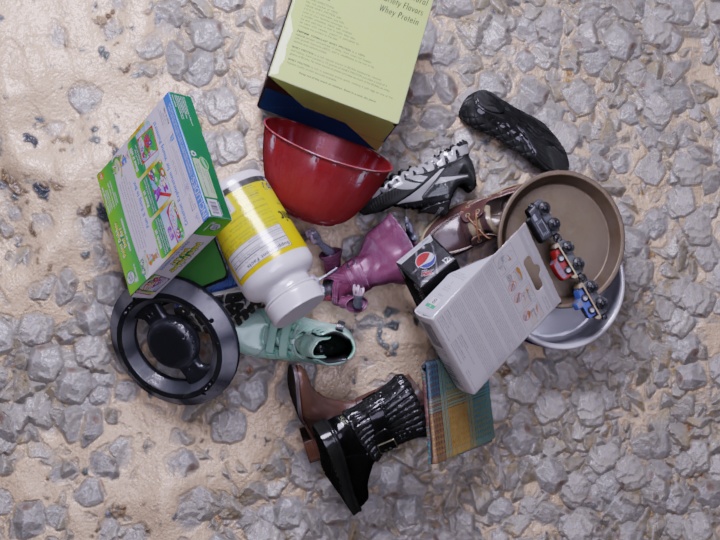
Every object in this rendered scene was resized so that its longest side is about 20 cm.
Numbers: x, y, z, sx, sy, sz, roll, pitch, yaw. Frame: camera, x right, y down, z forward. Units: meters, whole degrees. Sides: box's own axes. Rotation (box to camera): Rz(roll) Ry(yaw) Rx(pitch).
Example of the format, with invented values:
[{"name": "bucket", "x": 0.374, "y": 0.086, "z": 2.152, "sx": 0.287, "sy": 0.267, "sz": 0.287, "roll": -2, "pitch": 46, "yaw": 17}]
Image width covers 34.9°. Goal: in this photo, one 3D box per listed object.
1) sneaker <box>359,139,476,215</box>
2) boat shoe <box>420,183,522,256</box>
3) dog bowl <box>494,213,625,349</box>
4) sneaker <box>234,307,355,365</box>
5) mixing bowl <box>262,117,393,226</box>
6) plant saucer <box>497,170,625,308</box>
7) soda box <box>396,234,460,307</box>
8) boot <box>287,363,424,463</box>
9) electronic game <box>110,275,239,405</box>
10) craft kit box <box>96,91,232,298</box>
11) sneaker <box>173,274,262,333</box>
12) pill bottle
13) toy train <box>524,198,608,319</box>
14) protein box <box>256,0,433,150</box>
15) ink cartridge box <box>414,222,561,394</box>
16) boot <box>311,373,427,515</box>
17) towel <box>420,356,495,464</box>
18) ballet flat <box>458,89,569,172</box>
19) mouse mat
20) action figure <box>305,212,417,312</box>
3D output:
[{"name": "sneaker", "x": 0.092, "y": -0.116, "z": 1.721, "sx": 0.198, "sy": 0.066, "sz": 0.092, "roll": -27, "pitch": 91, "yaw": -12}, {"name": "boat shoe", "x": 0.183, "y": -0.076, "z": 1.733, "sx": 0.197, "sy": 0.072, "sz": 0.073, "roll": -24, "pitch": 92, "yaw": -10}, {"name": "dog bowl", "x": 0.297, "y": 0.017, "z": 1.747, "sx": 0.196, "sy": 0.079, "sz": 0.204, "roll": 0, "pitch": 89, "yaw": -10}, {"name": "sneaker", "x": -0.100, "y": 0.095, "z": 1.656, "sx": 0.197, "sy": 0.118, "sz": 0.075, "roll": 6, "pitch": 89, "yaw": -8}, {"name": "mixing bowl", "x": -0.063, "y": -0.133, "z": 1.648, "sx": 0.197, "sy": 0.201, "sz": 0.110, "roll": 19, "pitch": 107, "yaw": -9}, {"name": "plant saucer", "x": 0.294, "y": -0.046, "z": 1.694, "sx": 0.196, "sy": 0.029, "sz": 0.204, "roll": 0, "pitch": 89, "yaw": -9}, {"name": "soda box", "x": 0.119, "y": 0.040, "z": 1.662, "sx": 0.070, "sy": 0.201, "sz": 0.063, "roll": -38, "pitch": 52, "yaw": -9}, {"name": "boot", "x": 0.000, "y": 0.182, "z": 1.672, "sx": 0.197, "sy": 0.065, "sz": 0.188, "roll": -17, "pitch": 129, "yaw": -7}, {"name": "electronic game", "x": -0.264, "y": 0.100, "z": 1.623, "sx": 0.196, "sy": 0.042, "sz": 0.203, "roll": 6, "pitch": 114, "yaw": 14}, {"name": "craft kit box", "x": -0.269, "y": -0.099, "z": 1.545, "sx": 0.048, "sy": 0.197, "sz": 0.203, "roll": 7, "pitch": 54, "yaw": -48}, {"name": "sneaker", "x": -0.180, "y": 0.020, "z": 1.667, "sx": 0.197, "sy": 0.090, "sz": 0.079, "roll": -24, "pitch": 137, "yaw": -11}, {"name": "pill bottle", "x": -0.134, "y": -0.027, "z": 1.573, "sx": 0.110, "sy": 0.111, "sz": 0.202, "roll": -30, "pitch": 78, "yaw": -9}, {"name": "toy train", "x": 0.297, "y": -0.010, "z": 1.663, "sx": 0.045, "sy": 0.034, "sz": 0.202, "roll": -32, "pitch": 93, "yaw": -6}, {"name": "protein box", "x": -0.023, "y": -0.315, "z": 1.658, "sx": 0.196, "sy": 0.135, "sz": 0.203, "roll": 19, "pitch": 76, "yaw": -9}, {"name": "ink cartridge box", "x": 0.182, "y": 0.050, "z": 1.617, "sx": 0.200, "sy": 0.050, "sz": 0.162, "roll": -45, "pitch": 127, "yaw": -19}, {"name": "boot", "x": 0.024, "y": 0.254, "z": 1.648, "sx": 0.156, "sy": 0.213, "sz": 0.080, "roll": -28, "pitch": 52, "yaw": -14}, {"name": "towel", "x": 0.142, "y": 0.194, "z": 1.676, "sx": 0.021, "sy": 0.199, "sz": 0.150, "roll": -5, "pitch": 90, "yaw": 31}, {"name": "ballet flat", "x": 0.240, "y": -0.210, "z": 1.767, "sx": 0.199, "sy": 0.057, "sz": 0.067, "roll": 34, "pitch": 56, "yaw": -12}, {"name": "mouse mat", "x": -0.270, "y": -0.041, "z": 1.610, "sx": 0.007, "sy": 0.198, "sz": 0.163, "roll": -22, "pitch": 92, "yaw": -47}, {"name": "action figure", "x": 0.000, "y": 0.000, "z": 1.703, "sx": 0.198, "sy": 0.149, "sz": 0.136, "roll": -26, "pitch": 64, "yaw": 9}]
